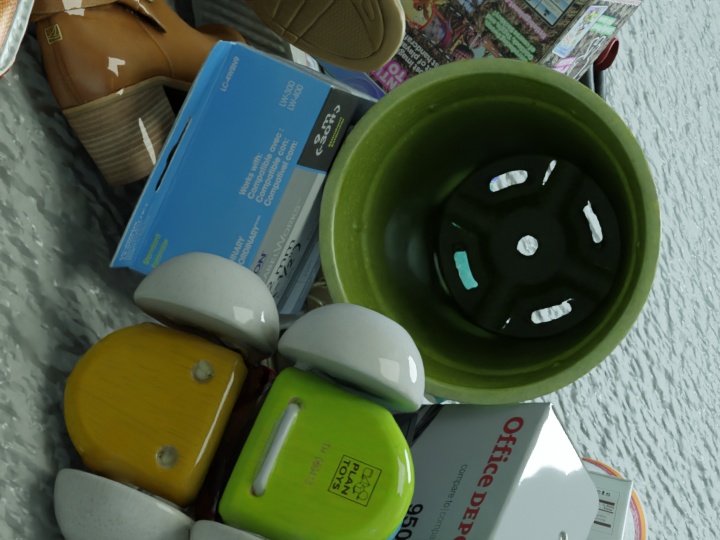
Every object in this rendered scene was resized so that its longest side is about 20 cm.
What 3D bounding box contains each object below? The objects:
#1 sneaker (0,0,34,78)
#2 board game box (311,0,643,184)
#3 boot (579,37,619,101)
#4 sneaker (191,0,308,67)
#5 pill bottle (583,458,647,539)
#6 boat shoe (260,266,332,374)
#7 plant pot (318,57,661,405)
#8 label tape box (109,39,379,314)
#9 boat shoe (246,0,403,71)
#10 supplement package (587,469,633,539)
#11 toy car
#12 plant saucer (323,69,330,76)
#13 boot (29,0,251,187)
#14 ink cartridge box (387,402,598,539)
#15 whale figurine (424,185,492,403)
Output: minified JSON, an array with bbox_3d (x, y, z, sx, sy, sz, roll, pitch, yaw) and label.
[{"bbox_3d":[-0.201,-0.178,1.434,0.077,0.073,0.200,47,35,-35],"label":"sneaker"},{"bbox_3d":[0.077,-0.181,1.783,0.159,0.200,0.097,46,18,17],"label":"board game box"},{"bbox_3d":[0.120,-0.200,2.082,0.072,0.144,0.200,-28,104,-64],"label":"boot"},{"bbox_3d":[-0.062,-0.174,1.738,0.105,0.075,0.201,-27,101,-61],"label":"sneaker"},{"bbox_3d":[0.124,0.189,1.942,0.200,0.109,0.110,5,75,-66],"label":"pill bottle"},{"bbox_3d":[-0.031,0.028,1.715,0.069,0.074,0.200,-27,111,-65],"label":"boat shoe"},{"bbox_3d":[0.091,-0.021,1.667,0.190,0.200,0.201,7,73,-79],"label":"plant pot"},{"bbox_3d":[-0.060,-0.051,1.587,0.144,0.066,0.200,-65,167,5],"label":"label tape box"},{"bbox_3d":[-0.051,-0.193,1.632,0.200,0.074,0.069,40,12,7],"label":"boat shoe"},{"bbox_3d":[0.074,0.233,1.712,0.200,0.150,0.152,-74,175,-47],"label":"supplement package"},{"bbox_3d":[-0.058,0.101,1.490,0.175,0.200,0.150,-67,160,-14],"label":"toy car"},{"bbox_3d":[0.020,-0.179,1.980,0.200,0.036,0.200,40,44,-55],"label":"plant saucer"},{"bbox_3d":[-0.130,-0.153,1.587,0.155,0.074,0.200,66,21,-15],"label":"boot"},{"bbox_3d":[0.019,0.154,1.595,0.084,0.200,0.145,61,40,-36],"label":"ink cartridge box"},{"bbox_3d":[0.051,-0.012,1.890,0.159,0.104,0.200,-48,122,-62],"label":"whale figurine"}]
